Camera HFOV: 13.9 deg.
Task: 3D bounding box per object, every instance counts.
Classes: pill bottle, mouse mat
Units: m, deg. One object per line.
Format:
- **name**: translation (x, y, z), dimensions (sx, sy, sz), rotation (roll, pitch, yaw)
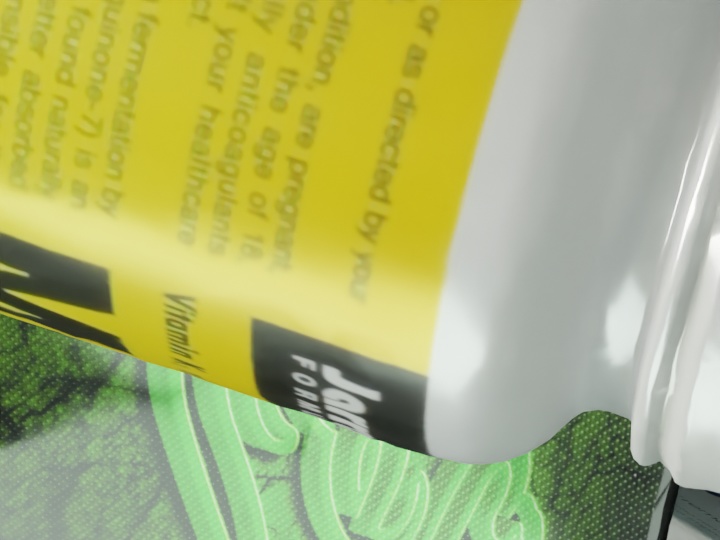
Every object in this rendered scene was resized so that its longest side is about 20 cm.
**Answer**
- **pill bottle**: translation (-0.009, -0.038, 0.435), dimensions (0.199, 0.115, 0.114), rotation (18, 179, 11)
- **mouse mat**: translation (-0.005, -0.003, 0.607), dimensions (0.160, 0.201, 0.008), rotation (13, -144, 6)

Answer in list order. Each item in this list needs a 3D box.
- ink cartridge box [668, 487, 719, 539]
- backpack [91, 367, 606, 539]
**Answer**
- **ink cartridge box**: translation (0.117, 0.120, 0.983), dimensions (0.145, 0.088, 0.200), rotation (31, -175, 37)
- **backpack**: translation (0.007, -0.007, 0.711), dimensions (0.199, 0.155, 0.176), rotation (1, -176, 27)
